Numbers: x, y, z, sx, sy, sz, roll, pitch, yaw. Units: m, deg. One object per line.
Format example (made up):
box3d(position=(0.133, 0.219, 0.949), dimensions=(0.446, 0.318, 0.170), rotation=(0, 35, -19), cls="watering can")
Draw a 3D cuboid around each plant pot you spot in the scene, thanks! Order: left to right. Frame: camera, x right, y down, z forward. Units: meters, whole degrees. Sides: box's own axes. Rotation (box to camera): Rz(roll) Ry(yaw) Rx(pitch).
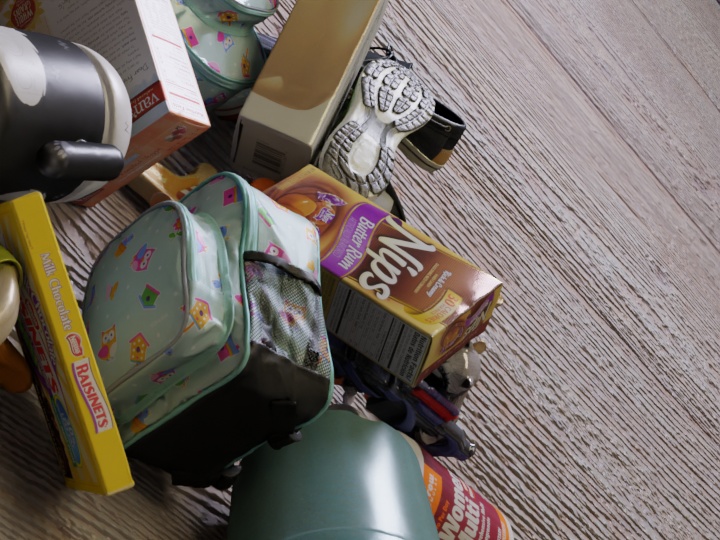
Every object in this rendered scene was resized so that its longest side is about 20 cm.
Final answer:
box3d(position=(-0.019, 0.220, 1.298), dimensions=(0.200, 0.200, 0.197), rotation=(44, 21, -29), cls="plant pot")

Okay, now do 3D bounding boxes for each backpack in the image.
box3d(position=(-0.161, -0.234, 1.552), dimensions=(0.176, 0.152, 0.202), rotation=(-10, 79, -68), cls="backpack")
box3d(position=(-0.114, 0.031, 1.299), dimensions=(0.153, 0.176, 0.201), rotation=(32, 42, -27), cls="backpack")

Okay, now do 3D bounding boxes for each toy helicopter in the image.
box3d(position=(-0.156, -0.052, 1.478), dimensions=(0.200, 0.079, 0.133), rotation=(38, 40, -17), cls="toy helicopter")

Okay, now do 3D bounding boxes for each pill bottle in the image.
box3d(position=(0.030, 0.200, 1.479), dimensions=(0.200, 0.109, 0.110), rotation=(41, 31, -34), cls="pill bottle")

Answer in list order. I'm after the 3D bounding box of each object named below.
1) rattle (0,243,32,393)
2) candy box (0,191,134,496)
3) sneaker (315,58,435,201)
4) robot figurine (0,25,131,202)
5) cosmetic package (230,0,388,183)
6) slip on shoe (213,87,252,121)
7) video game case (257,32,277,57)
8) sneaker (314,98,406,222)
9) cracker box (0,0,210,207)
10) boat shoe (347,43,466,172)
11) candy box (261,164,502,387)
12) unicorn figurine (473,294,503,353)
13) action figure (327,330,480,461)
box3d(position=(-0.296, 0.072, 1.122), dimensions=(0.129, 0.143, 0.201), rotation=(25, 46, 3), cls="rattle")
box3d(position=(-0.204, 0.050, 1.187), dimensions=(0.026, 0.102, 0.202), rotation=(-20, 95, -26), cls="candy box")
box3d(position=(-0.002, -0.114, 1.577), dimensions=(0.077, 0.089, 0.200), rotation=(41, 44, -8), cls="sneaker")
box3d(position=(-0.255, -0.109, 1.274), dimensions=(0.199, 0.124, 0.151), rotation=(3, 62, -56), cls="robot figurine")
box3d(position=(-0.041, -0.180, 1.570), dimensions=(0.071, 0.105, 0.201), rotation=(24, 65, 1), cls="cosmetic package")
box3d(position=(-0.067, -0.146, 1.720), dimensions=(0.199, 0.074, 0.062), rotation=(1, 86, -57), cls="slip on shoe")
box3d(position=(-0.064, -0.205, 1.746), dimensions=(0.142, 0.019, 0.200), rotation=(29, 11, 28), cls="video game case")
box3d(position=(-0.015, -0.079, 1.752), dimensions=(0.074, 0.088, 0.201), rotation=(50, -9, 41), cls="sneaker")
box3d(position=(-0.209, -0.170, 1.411), dimensions=(0.058, 0.133, 0.201), rotation=(17, 49, -55), cls="cracker box")
box3d(position=(0.020, -0.180, 1.677), dimensions=(0.200, 0.062, 0.075), rotation=(44, 23, -5), cls="boat shoe")
box3d(position=(0.000, 0.000, 1.422), dimensions=(0.199, 0.057, 0.117), rotation=(33, 36, 18), cls="candy box")
box3d(position=(0.079, 0.061, 1.719), dimensions=(0.074, 0.137, 0.200), rotation=(53, 44, 1), cls="unicorn figurine")
box3d(position=(0.016, 0.072, 1.491), dimensions=(0.200, 0.192, 0.105), rotation=(46, 58, -39), cls="action figure")
